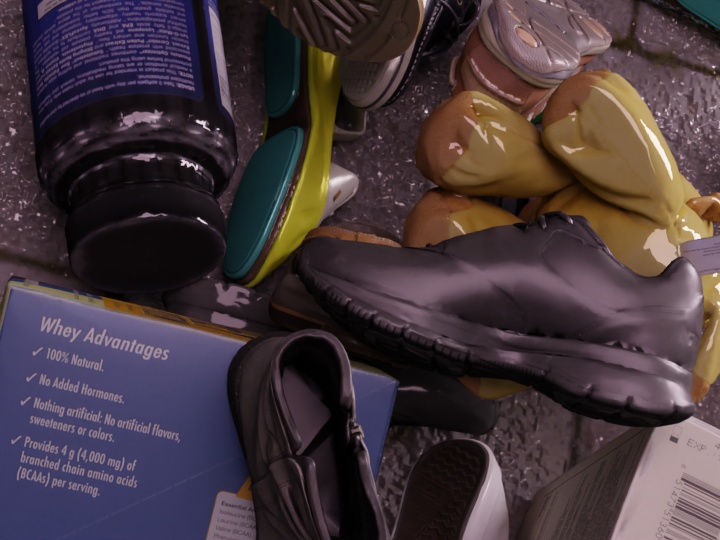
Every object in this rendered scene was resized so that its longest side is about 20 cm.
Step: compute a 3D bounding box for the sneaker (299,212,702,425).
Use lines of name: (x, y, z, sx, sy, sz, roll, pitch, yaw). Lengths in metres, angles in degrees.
sneaker: (0.070, 0.011, 0.998, 0.199, 0.076, 0.091, 16, 80, -2)

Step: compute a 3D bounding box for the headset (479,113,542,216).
headset: (0.109, -0.018, 1.231, 0.123, 0.094, 0.200, 27, 52, 1)

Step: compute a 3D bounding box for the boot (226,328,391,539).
boot: (-0.014, 0.122, 0.929, 0.067, 0.131, 0.201, -18, 95, -9)

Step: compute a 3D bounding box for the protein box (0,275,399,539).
protein box: (-0.105, 0.123, 1.049, 0.198, 0.135, 0.201, 14, 89, -9)

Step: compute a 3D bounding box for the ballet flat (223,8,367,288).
ballet flat: (-0.029, -0.076, 1.213, 0.067, 0.067, 0.201, 21, 64, -29)

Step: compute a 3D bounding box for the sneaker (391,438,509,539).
sneaker: (0.038, 0.191, 1.110, 0.073, 0.085, 0.200, 6, 47, 29)

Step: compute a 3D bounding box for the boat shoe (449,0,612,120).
boat shoe: (0.092, -0.126, 1.214, 0.076, 0.200, 0.072, 41, 111, 6)

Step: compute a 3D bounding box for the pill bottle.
pill bottle: (-0.127, -0.094, 1.149, 0.111, 0.112, 0.201, -1, 61, -14)

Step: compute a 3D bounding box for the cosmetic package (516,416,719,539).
cosmetic package: (0.137, 0.153, 1.095, 0.071, 0.200, 0.105, 27, 68, -5)

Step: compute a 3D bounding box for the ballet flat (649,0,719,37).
ballet flat: (0.200, -0.203, 1.316, 0.200, 0.074, 0.074, 34, 67, -2)

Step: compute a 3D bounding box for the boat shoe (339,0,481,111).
boat shoe: (0.038, -0.157, 1.225, 0.062, 0.075, 0.200, 37, 38, -16)

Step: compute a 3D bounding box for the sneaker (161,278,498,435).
sneaker: (-0.023, 0.070, 1.162, 0.199, 0.076, 0.091, 14, 75, 1)

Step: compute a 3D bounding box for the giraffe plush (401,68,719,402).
giraffe plush: (0.132, -0.022, 1.107, 0.199, 0.162, 0.173, 8, 98, 11)

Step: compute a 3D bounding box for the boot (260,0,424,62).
boot: (-0.025, -0.197, 1.185, 0.175, 0.200, 0.066, 34, 111, 1)

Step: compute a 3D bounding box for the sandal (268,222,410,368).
sandal: (0.000, 0.000, 1.126, 0.081, 0.200, 0.055, 16, 108, 2)
